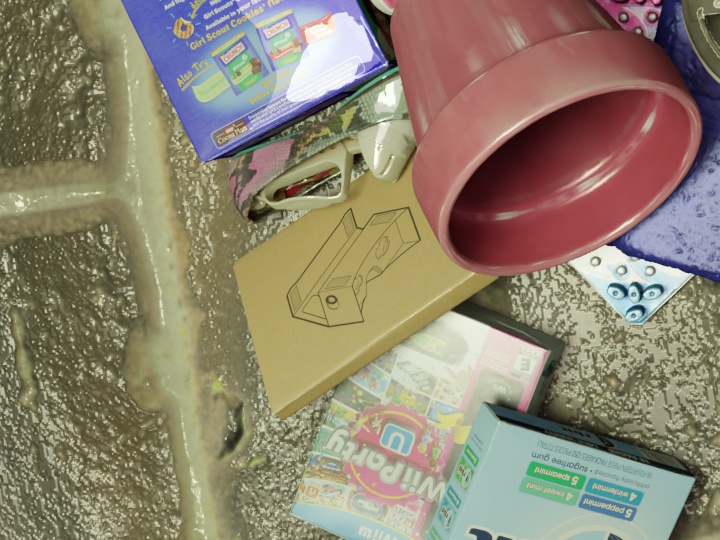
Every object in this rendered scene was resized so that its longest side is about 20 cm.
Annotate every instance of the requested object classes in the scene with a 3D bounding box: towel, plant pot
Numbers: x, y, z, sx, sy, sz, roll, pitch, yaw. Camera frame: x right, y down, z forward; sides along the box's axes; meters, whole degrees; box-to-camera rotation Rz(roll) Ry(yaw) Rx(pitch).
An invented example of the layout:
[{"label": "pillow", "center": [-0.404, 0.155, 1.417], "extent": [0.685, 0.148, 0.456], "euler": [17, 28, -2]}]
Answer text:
[{"label": "towel", "center": [0.267, -0.093, 1.388], "extent": [0.148, 0.050, 0.200], "euler": [19, 101, 18]}, {"label": "plant pot", "center": [0.112, -0.125, 1.342], "extent": [0.200, 0.200, 0.179], "euler": [-35, 57, 16]}]

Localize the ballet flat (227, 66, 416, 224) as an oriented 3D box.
[{"label": "ballet flat", "center": [-0.012, -0.089, 1.469], "extent": [0.200, 0.069, 0.071], "euler": [-25, 62, 19]}]

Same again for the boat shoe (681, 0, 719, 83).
[{"label": "boat shoe", "center": [0.255, -0.219, 1.341], "extent": [0.067, 0.057, 0.200], "euler": [-4, 60, 6]}]

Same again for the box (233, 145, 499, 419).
[{"label": "box", "center": [0.000, 0.000, 1.452], "extent": [0.200, 0.021, 0.164], "euler": [-34, 43, 16]}]

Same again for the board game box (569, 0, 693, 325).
[{"label": "board game box", "center": [0.206, -0.093, 1.438], "extent": [0.200, 0.026, 0.200], "euler": [46, 105, 6]}]

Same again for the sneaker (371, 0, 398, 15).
[{"label": "sneaker", "center": [0.004, -0.277, 1.397], "extent": [0.081, 0.088, 0.200], "euler": [-18, 91, -23]}]

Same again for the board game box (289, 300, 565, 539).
[{"label": "board game box", "center": [0.051, 0.122, 1.487], "extent": [0.147, 0.064, 0.200], "euler": [22, 102, 12]}]

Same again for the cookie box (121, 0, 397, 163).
[{"label": "cookie box", "center": [-0.084, -0.209, 1.475], "extent": [0.171, 0.075, 0.200], "euler": [-26, 90, 16]}]

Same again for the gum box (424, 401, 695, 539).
[{"label": "gum box", "center": [0.134, 0.215, 1.445], "extent": [0.170, 0.045, 0.200], "euler": [17, 102, -20]}]
